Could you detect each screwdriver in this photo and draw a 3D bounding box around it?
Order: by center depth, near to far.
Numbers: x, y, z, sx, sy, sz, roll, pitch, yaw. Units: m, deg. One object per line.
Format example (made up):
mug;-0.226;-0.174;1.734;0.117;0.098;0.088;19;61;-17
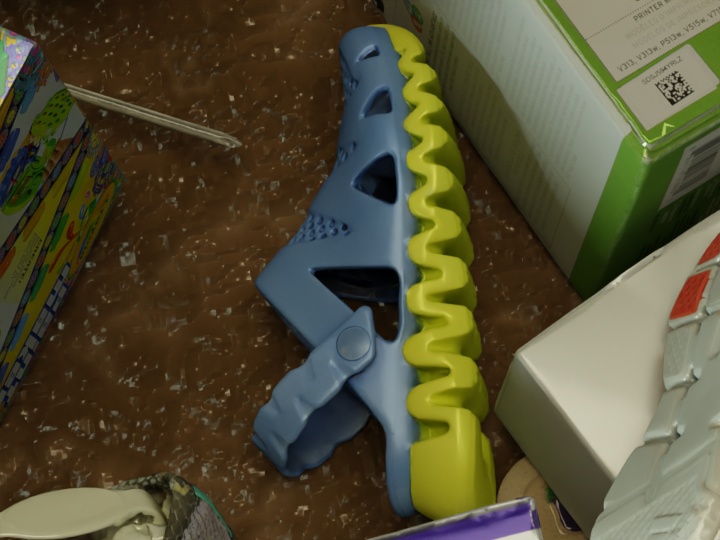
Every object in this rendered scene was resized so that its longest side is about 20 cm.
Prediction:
screwdriver;-0.141;-0.077;0.868;0.200;0.029;0.028;19;71;1

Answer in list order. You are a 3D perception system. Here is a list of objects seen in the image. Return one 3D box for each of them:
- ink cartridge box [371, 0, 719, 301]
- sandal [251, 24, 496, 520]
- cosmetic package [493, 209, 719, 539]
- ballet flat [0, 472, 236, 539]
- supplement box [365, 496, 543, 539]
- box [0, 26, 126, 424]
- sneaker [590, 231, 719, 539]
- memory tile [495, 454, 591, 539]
ink cartridge box;0.067;-0.107;0.820;0.076;0.148;0.200;-30;74;-13
sandal;0.000;0.000;0.821;0.087;0.079;0.200;-6;66;10
cosmetic package;0.150;0.086;0.775;0.113;0.081;0.200;-31;73;-13
ballet flat;-0.140;0.121;0.771;0.200;0.072;0.072;-23;73;-12
supplement box;0.034;0.189;0.728;0.103;0.101;0.200;-15;76;-3
box;-0.207;-0.041;0.755;0.200;0.193;0.122;25;81;6
sneaker;0.146;0.043;0.724;0.082;0.077;0.200;37;69;-18
memory tile;0.131;0.104;0.818;0.153;0.017;0.200;39;74;11
